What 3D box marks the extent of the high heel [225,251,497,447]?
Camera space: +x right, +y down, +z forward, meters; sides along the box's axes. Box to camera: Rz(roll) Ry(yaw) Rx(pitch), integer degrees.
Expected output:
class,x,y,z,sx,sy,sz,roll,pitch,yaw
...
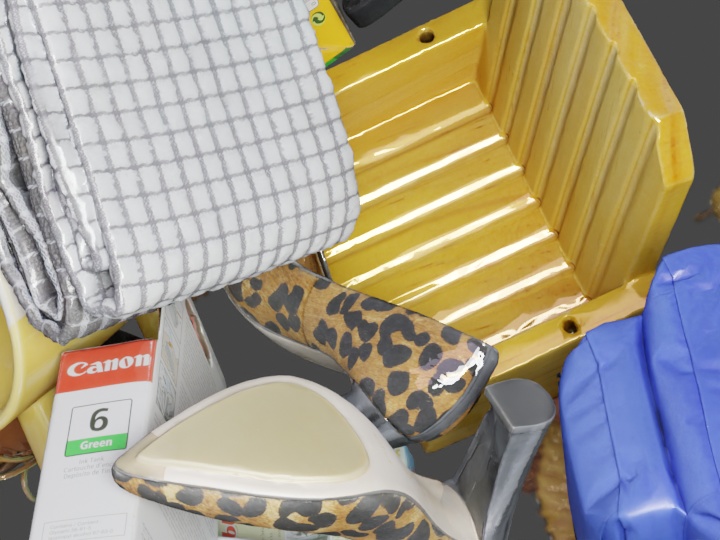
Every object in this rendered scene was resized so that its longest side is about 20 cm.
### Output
class,x,y,z,sx,sy,sz,roll,pitch,yaw
high heel,0.000,0.000,0.861,0.142,0.071,0.202,-24,58,28

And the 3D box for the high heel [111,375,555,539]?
class,x,y,z,sx,sy,sz,roll,pitch,yaw
high heel,-0.018,0.115,0.759,0.198,0.143,0.072,-3,45,-21

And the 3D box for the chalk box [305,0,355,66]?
class,x,y,z,sx,sy,sz,roll,pitch,yaw
chalk box,-0.114,-0.175,0.961,0.123,0.125,0.200,-36,40,-5

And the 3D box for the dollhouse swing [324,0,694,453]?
class,x,y,z,sx,sy,sz,roll,pitch,yaw
dollhouse swing,0.054,-0.051,0.862,0.180,0.176,0.201,-24,66,0

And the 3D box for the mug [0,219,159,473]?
class,x,y,z,sx,sy,sz,roll,pitch,yaw
mug,-0.159,-0.006,0.852,0.149,0.188,0.153,24,39,32

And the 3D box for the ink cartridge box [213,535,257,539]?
class,x,y,z,sx,sy,sz,roll,pitch,yaw
ink cartridge box,-0.124,0.198,0.796,0.198,0.057,0.164,5,50,10

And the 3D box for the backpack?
class,x,y,z,sx,sy,sz,roll,pitch,yaw
backpack,0.178,0.098,0.760,0.166,0.201,0.164,-9,51,12

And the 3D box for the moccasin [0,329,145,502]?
class,x,y,z,sx,sy,sz,roll,pitch,yaw
moccasin,-0.189,0.076,0.915,0.199,0.078,0.074,-8,48,-12

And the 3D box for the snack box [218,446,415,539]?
class,x,y,z,sx,sy,sz,roll,pitch,yaw
snack box,-0.024,0.191,0.850,0.115,0.037,0.202,-7,66,8

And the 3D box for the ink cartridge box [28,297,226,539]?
class,x,y,z,sx,sy,sz,roll,pitch,yaw
ink cartridge box,-0.102,0.094,0.783,0.050,0.110,0.201,-9,44,9

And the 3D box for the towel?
class,x,y,z,sx,sy,sz,roll,pitch,yaw
towel,-0.101,-0.084,0.769,0.085,0.165,0.202,-20,89,44

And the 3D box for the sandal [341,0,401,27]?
class,x,y,z,sx,sy,sz,roll,pitch,yaw
sandal,0.021,-0.179,0.962,0.075,0.045,0.201,-38,26,22
